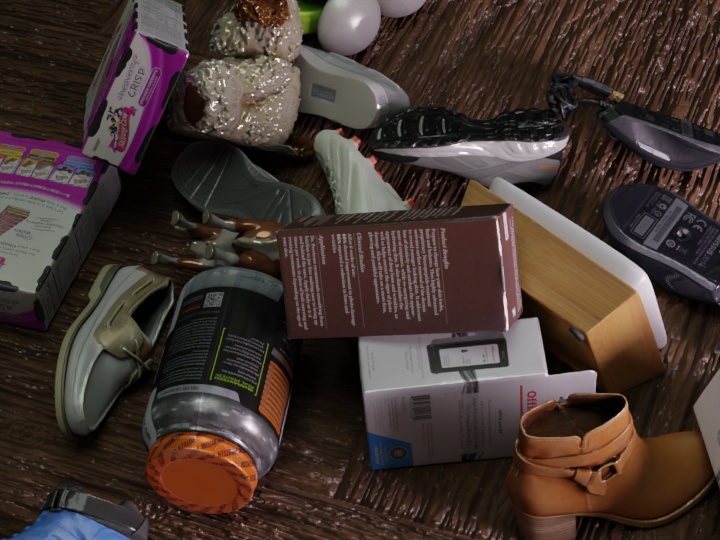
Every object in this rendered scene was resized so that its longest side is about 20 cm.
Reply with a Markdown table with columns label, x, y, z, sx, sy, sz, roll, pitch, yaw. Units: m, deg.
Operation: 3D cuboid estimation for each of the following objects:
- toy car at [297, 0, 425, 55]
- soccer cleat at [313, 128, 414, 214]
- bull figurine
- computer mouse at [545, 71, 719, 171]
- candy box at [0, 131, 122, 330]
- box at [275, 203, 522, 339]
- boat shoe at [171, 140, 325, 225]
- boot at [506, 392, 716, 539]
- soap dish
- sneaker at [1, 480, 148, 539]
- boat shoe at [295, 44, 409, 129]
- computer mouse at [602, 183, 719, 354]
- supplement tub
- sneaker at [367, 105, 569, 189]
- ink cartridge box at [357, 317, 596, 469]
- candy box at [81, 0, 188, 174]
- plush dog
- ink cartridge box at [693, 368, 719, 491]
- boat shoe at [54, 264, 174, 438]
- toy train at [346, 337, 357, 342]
| label | x | y | z | sx | sy | sz | roll | pitch | yaw |
| --- | --- | --- | --- | --- | --- | --- | --- | --- | --- |
| toy car | -0.028 | -0.347 | 1.895 | 0.200 | 0.150 | 0.175 | -39 | 56 | -25 |
| soccer cleat | -0.004 | -0.070 | 1.703 | 0.077 | 0.069 | 0.200 | -36 | 52 | -6 |
| bull figurine | -0.106 | -0.021 | 1.604 | 0.121 | 0.200 | 0.066 | 14 | 76 | -31 |
| computer mouse | 0.277 | -0.147 | 1.750 | 0.199 | 0.046 | 0.141 | 17 | 20 | -3 |
| candy box | -0.340 | -0.042 | 1.717 | 0.136 | 0.061 | 0.201 | 11 | 50 | 15 |
| box | 0.034 | 0.000 | 1.479 | 0.199 | 0.101 | 0.075 | -2 | 12 | 18 |
| boat shoe | -0.109 | -0.069 | 1.722 | 0.201 | 0.065 | 0.075 | 25 | 74 | 32 |
| boot | 0.217 | 0.149 | 1.421 | 0.199 | 0.155 | 0.074 | -21 | 49 | -12 |
| soap dish | 0.177 | 0.017 | 1.552 | 0.081 | 0.158 | 0.200 | -46 | 57 | -10 |
| sneaker | -0.276 | 0.236 | 1.449 | 0.199 | 0.077 | 0.112 | 0 | 54 | 1 |
| boat shoe | -0.031 | -0.201 | 1.823 | 0.199 | 0.072 | 0.068 | 19 | 18 | 41 |
| computer mouse | 0.312 | -0.006 | 1.624 | 0.200 | 0.053 | 0.138 | 36 | 58 | 17 |
| supplement tub | -0.122 | 0.106 | 1.519 | 0.122 | 0.123 | 0.201 | 4 | 48 | 10 |
| sneaker | 0.106 | -0.115 | 1.715 | 0.199 | 0.080 | 0.074 | 3 | 39 | 2 |
| ink cartridge box | 0.102 | 0.107 | 1.498 | 0.199 | 0.116 | 0.068 | -5 | 49 | 1 |
| candy box | -0.229 | -0.197 | 1.737 | 0.061 | 0.137 | 0.200 | 23 | 17 | -15 |
| plush dog | -0.106 | -0.213 | 1.759 | 0.160 | 0.200 | 0.173 | 12 | 90 | -14 |
| ink cartridge box | 0.374 | 0.171 | 1.403 | 0.146 | 0.083 | 0.201 | 9 | 44 | -19 |
| boat shoe | -0.228 | 0.070 | 1.595 | 0.068 | 0.075 | 0.201 | 1 | 47 | 14 |
| toy train | 0.000 | 0.000 | 1.609 | 0.199 | 0.085 | 0.116 | 13 | 67 | 24 |
